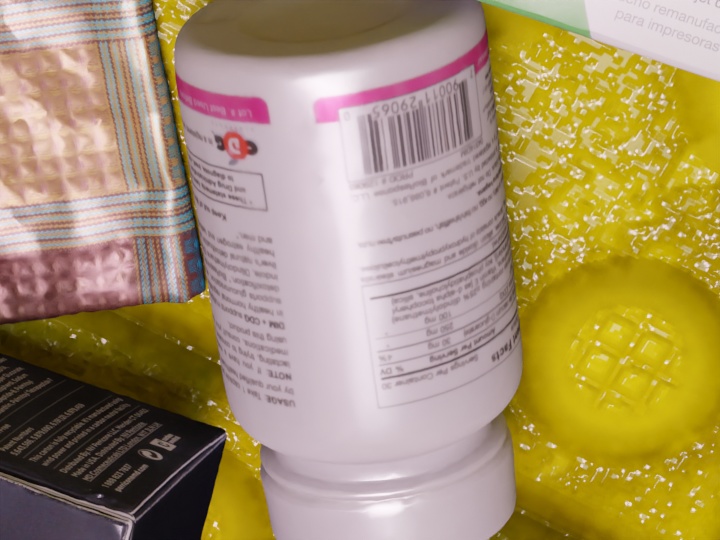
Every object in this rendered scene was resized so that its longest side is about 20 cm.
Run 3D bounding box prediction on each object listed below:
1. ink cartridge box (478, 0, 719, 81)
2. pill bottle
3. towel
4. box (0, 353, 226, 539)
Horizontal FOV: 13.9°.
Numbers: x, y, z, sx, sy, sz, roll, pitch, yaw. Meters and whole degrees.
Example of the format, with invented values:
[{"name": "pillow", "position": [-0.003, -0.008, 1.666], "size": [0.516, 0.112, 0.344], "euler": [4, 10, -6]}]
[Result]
[{"name": "ink cartridge box", "position": [0.108, -0.182, 1.012], "size": [0.146, 0.083, 0.201], "euler": [17, 111, -5]}, {"name": "pill bottle", "position": [0.000, 0.000, 1.077], "size": [0.113, 0.113, 0.201], "euler": [-5, 112, 5]}, {"name": "towel", "position": [-0.145, -0.072, 1.104], "size": [0.146, 0.022, 0.201], "euler": [-8, 112, 7]}, {"name": "box", "position": [-0.177, 0.133, 1.092], "size": [0.195, 0.124, 0.201], "euler": [18, 106, 10]}]
